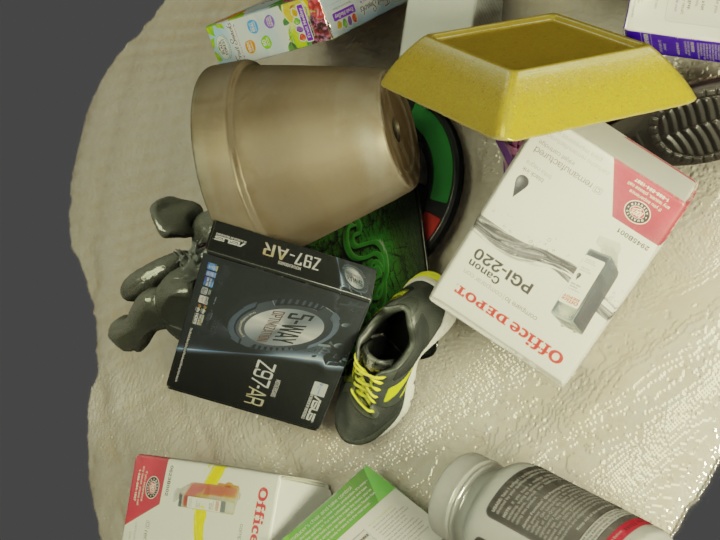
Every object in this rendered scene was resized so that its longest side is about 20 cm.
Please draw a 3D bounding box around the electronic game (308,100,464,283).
[{"bbox_3d":[0.018,-0.084,1.489,0.200,0.042,0.201,-12,70,34],"label":"electronic game"}]

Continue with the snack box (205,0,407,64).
[{"bbox_3d":[-0.042,-0.265,1.495,0.142,0.200,0.053,-11,106,35],"label":"snack box"}]

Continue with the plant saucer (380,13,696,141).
[{"bbox_3d":[0.147,-0.173,1.247,0.200,0.200,0.049,34,132,54],"label":"plant saucer"}]

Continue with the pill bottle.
[{"bbox_3d":[0.156,0.230,1.247,0.200,0.111,0.111,24,92,39],"label":"pill bottle"}]

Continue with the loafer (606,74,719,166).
[{"bbox_3d":[0.261,-0.131,1.296,0.200,0.073,0.071,-15,29,20],"label":"loafer"}]

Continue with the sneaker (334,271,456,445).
[{"bbox_3d":[0.016,0.087,1.385,0.074,0.085,0.200,37,119,20],"label":"sneaker"}]

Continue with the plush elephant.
[{"bbox_3d":[-0.155,0.003,1.533,0.164,0.155,0.200,21,134,5],"label":"plush elephant"}]

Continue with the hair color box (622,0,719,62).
[{"bbox_3d":[0.331,-0.231,1.239,0.200,0.065,0.110,11,83,17],"label":"hair color box"}]

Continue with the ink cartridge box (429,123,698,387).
[{"bbox_3d":[0.172,-0.024,1.269,0.146,0.085,0.200,33,115,7],"label":"ink cartridge box"}]

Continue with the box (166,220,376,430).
[{"bbox_3d":[-0.088,0.057,1.405,0.044,0.160,0.200,-78,8,-47],"label":"box"}]

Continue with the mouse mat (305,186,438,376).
[{"bbox_3d":[0.000,0.000,1.462,0.161,0.008,0.201,-15,77,34],"label":"mouse mat"}]

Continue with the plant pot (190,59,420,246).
[{"bbox_3d":[-0.042,-0.118,1.406,0.173,0.200,0.200,-12,69,18],"label":"plant pot"}]

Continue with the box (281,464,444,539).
[{"bbox_3d":[0.022,0.280,1.338,0.144,0.036,0.200,-39,50,-20],"label":"box"}]

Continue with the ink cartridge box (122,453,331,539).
[{"bbox_3d":[-0.140,0.267,1.477,0.200,0.083,0.146,2,78,37],"label":"ink cartridge box"}]

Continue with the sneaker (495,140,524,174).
[{"bbox_3d":[0.150,-0.129,1.373,0.080,0.088,0.201,-20,67,30],"label":"sneaker"}]

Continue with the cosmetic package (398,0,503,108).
[{"bbox_3d":[0.094,-0.267,1.432,0.071,0.101,0.201,3,74,19],"label":"cosmetic package"}]
